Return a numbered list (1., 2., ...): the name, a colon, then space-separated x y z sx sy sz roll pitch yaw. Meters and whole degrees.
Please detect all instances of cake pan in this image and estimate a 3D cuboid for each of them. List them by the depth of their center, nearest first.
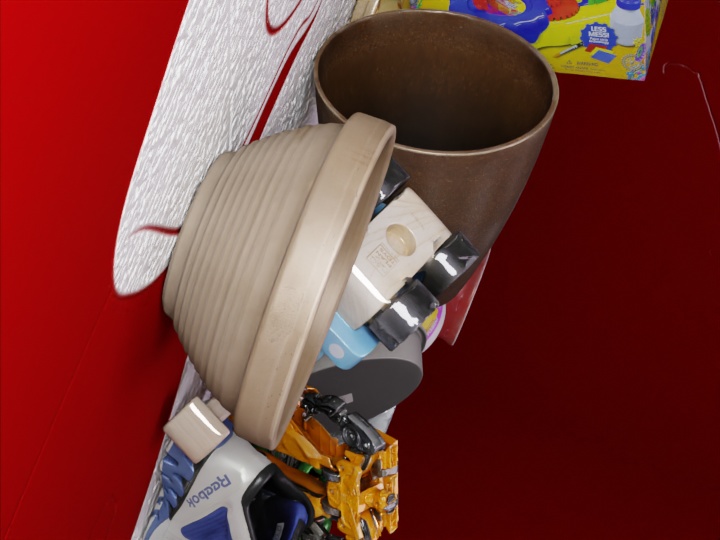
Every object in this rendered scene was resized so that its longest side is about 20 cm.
1. cake pan: -0.029 0.102 1.264 0.201 0.198 0.037 106 -32 -62

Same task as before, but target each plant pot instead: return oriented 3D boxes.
1. plant pot: -0.055 -0.005 0.816 0.201 0.092 0.203 20 90 -87
2. plant pot: 0.050 -0.071 1.113 0.188 0.185 0.201 -66 167 -47

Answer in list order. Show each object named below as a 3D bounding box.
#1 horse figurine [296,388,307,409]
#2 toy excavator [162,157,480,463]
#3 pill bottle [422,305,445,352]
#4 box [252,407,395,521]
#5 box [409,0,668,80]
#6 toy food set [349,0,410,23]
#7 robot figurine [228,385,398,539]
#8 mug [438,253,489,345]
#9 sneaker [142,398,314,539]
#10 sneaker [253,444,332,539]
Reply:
1. horse figurine: -0.070 0.045 1.129 0.132 0.050 0.201 -35 -157 29
2. toy excavator: -0.035 0.040 0.990 0.194 0.100 0.200 -45 -179 -44
3. pill bottle: 0.000 0.000 1.282 0.200 0.103 0.105 50 56 -52
4. box: -0.047 0.144 1.473 0.044 0.159 0.202 70 42 -85
5. box: 0.145 -0.275 1.137 0.194 0.198 0.123 78 28 -45
6. toy food set: 0.028 -0.234 1.260 0.200 0.048 0.200 69 41 -86
7. robot figurine: -0.042 0.153 1.126 0.058 0.199 0.146 -20 118 -44
8. mug: 0.047 -0.030 1.636 0.133 0.198 0.179 98 13 -78
9. sneaker: -0.102 0.202 1.098 0.081 0.115 0.200 -42 158 -39
10. sneaker: -0.054 0.191 1.374 0.085 0.077 0.201 -52 -145 42
